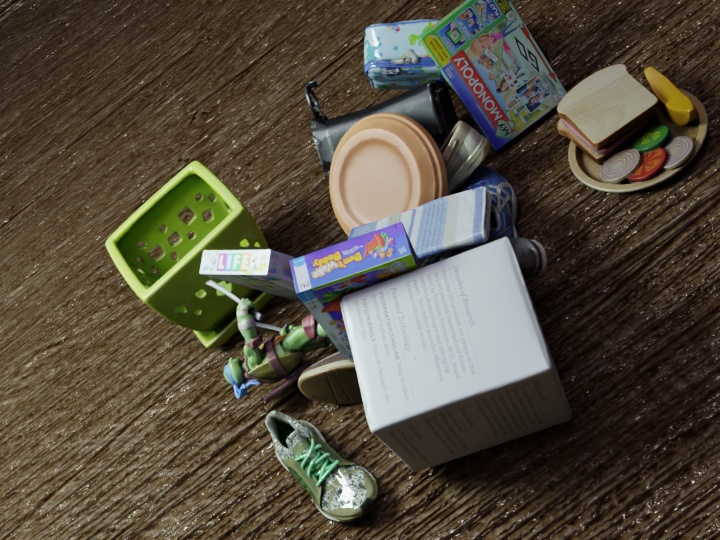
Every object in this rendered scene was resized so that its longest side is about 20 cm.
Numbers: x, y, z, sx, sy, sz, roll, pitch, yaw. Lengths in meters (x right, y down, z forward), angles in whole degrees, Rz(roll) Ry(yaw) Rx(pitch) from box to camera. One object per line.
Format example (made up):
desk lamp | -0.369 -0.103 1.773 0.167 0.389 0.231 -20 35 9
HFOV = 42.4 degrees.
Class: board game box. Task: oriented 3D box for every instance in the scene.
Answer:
board game box | -0.102 0.010 1.278 0.134 0.199 0.035 1 78 40
board game box | 0.013 0.030 1.091 0.134 0.200 0.045 -19 59 7
board game box | 0.192 -0.293 1.335 0.134 0.200 0.029 -37 18 3

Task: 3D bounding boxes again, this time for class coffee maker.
coffee maker | 0.037 -0.212 1.381 0.199 0.193 0.135 -18 29 20

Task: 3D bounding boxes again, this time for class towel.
towel | 0.071 -0.045 1.172 0.199 0.024 0.147 -17 24 16

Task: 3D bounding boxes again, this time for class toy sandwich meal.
toy sandwich meal | 0.354 -0.192 1.222 0.204 0.070 0.206 -20 45 21

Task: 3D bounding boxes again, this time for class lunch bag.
lunch bag | 0.087 -0.330 1.435 0.159 0.200 0.083 -2 92 3

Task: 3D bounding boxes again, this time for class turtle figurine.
turtle figurine | -0.105 0.068 1.272 0.193 0.144 0.201 -17 37 10

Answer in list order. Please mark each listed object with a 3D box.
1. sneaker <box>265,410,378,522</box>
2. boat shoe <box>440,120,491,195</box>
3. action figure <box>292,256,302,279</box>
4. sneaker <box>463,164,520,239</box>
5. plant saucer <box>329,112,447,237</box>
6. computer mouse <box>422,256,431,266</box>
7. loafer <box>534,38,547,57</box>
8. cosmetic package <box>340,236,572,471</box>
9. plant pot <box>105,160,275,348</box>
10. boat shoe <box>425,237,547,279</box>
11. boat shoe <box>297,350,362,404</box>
sneaker | -0.060 0.235 1.137 0.077 0.089 0.200 -50 43 -12
boat shoe | 0.098 -0.124 1.312 0.200 0.065 0.072 -48 14 25
action figure | 0.000 0.000 1.246 0.065 0.199 0.052 38 116 32
sneaker | 0.173 -0.084 1.255 0.075 0.077 0.201 -27 41 17
plant saucer | 0.029 -0.119 1.297 0.199 0.037 0.202 6 100 38
computer mouse | 0.124 0.015 1.245 0.059 0.034 0.201 -37 46 26
loafer | 0.211 -0.370 1.481 0.199 0.071 0.073 24 71 46
cosmetic package | 0.109 0.100 1.035 0.199 0.168 0.167 -20 58 9
plant pot | -0.237 -0.015 1.416 0.200 0.182 0.199 -43 41 -4
boat shoe | 0.138 -0.008 1.152 0.199 0.057 0.067 -9 86 50
boat shoe | 0.014 0.114 1.210 0.199 0.072 0.072 -21 37 15
